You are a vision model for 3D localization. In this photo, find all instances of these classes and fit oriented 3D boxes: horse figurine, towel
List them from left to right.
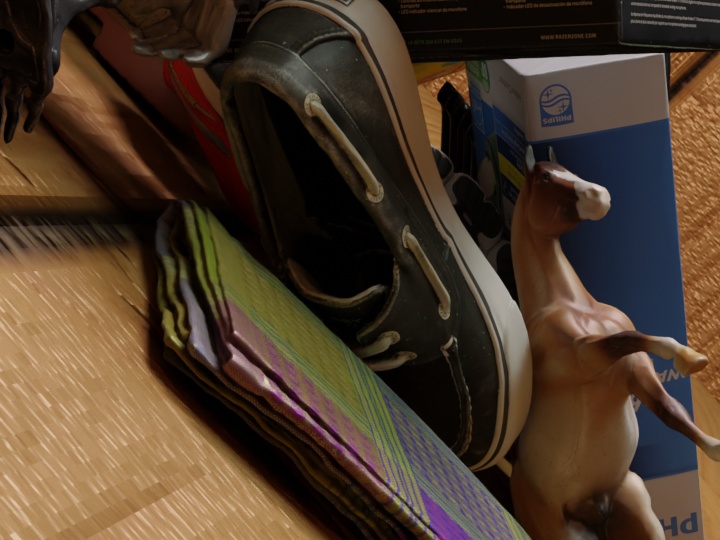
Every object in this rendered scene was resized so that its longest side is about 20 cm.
[{"bbox_3d":[0.009,0.063,0.742,0.200,0.023,0.144,45,6,-18],"label":"towel"},{"bbox_3d":[0.092,0.069,0.875,0.132,0.050,0.201,34,-43,52],"label":"horse figurine"}]

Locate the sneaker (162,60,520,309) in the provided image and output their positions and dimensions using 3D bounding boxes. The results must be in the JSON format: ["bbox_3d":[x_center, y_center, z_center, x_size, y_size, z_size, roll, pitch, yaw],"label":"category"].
[{"bbox_3d":[-0.008,-0.025,0.954,0.200,0.077,0.085,58,-26,1],"label":"sneaker"}]

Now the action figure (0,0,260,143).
[{"bbox_3d":[-0.079,-0.125,0.754,0.119,0.102,0.200,39,44,3],"label":"action figure"}]

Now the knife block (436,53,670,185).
[{"bbox_3d":[0.100,-0.009,1.069,0.200,0.176,0.064,43,8,-30],"label":"knife block"}]

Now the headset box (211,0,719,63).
[{"bbox_3d":[0.031,-0.173,0.833,0.093,0.173,0.201,-6,95,-58],"label":"headset box"}]

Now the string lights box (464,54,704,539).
[{"bbox_3d":[0.089,0.003,0.966,0.103,0.059,0.201,-123,-155,-70],"label":"string lights box"}]

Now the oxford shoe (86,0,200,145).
[{"bbox_3d":[-0.106,-0.145,1.017,0.200,0.074,0.071,47,7,3],"label":"oxford shoe"}]

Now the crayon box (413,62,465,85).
[{"bbox_3d":[0.020,-0.114,1.056,0.051,0.127,0.200,67,-23,4],"label":"crayon box"}]

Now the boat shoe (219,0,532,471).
[{"bbox_3d":[0.000,0.000,0.824,0.064,0.070,0.201,-57,134,-42],"label":"boat shoe"}]
